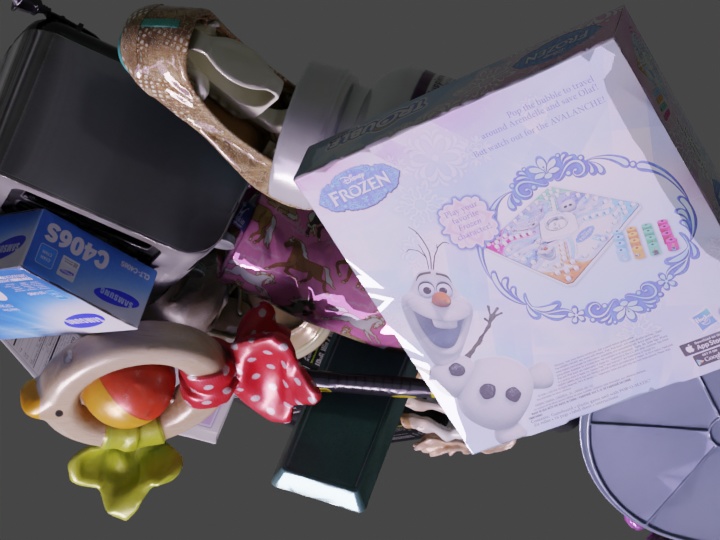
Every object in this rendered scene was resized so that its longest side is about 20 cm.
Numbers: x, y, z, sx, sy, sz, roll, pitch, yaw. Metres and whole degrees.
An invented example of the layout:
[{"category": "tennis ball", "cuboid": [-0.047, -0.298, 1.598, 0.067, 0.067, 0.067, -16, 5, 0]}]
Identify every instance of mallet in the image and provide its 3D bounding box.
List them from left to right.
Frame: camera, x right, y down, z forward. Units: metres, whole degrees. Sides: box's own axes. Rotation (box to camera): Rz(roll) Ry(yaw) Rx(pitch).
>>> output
[{"category": "mallet", "cuboid": [0.056, 0.079, 1.502, 0.199, 0.041, 0.066, 5, 164, 5]}]

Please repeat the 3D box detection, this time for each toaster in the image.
[{"category": "toaster", "cuboid": [-0.173, -0.071, 1.440, 0.199, 0.119, 0.181, 24, 161, -12]}]

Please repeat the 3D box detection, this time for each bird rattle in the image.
[{"category": "bird rattle", "cuboid": [-0.136, 0.085, 1.497, 0.199, 0.113, 0.163, -24, 150, 31]}]

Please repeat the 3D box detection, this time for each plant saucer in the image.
[{"category": "plant saucer", "cuboid": [0.003, 0.073, 1.557, 0.070, 0.201, 0.019, 16, 148, 12]}]

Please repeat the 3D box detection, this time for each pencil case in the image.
[{"category": "pencil case", "cuboid": [0.000, 0.000, 1.522, 0.199, 0.083, 0.087, 23, 146, -9]}]

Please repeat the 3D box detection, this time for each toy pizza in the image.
[{"category": "toy pizza", "cuboid": [0.247, 0.101, 1.488, 0.199, 0.032, 0.201, 2, 121, 3]}]

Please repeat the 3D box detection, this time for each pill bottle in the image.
[{"category": "pill bottle", "cuboid": [0.053, -0.052, 1.267, 0.199, 0.113, 0.112, 17, 162, 5]}]

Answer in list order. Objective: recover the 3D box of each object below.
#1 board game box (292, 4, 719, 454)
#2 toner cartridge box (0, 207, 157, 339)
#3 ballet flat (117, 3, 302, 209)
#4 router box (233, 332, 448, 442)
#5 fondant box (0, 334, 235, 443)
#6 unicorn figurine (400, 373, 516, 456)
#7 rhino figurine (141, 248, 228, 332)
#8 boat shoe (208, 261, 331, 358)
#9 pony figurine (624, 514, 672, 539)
[{"category": "board game box", "cuboid": [0.099, -0.015, 1.184, 0.199, 0.043, 0.200, -22, 115, 26]}, {"category": "toner cartridge box", "cuboid": [-0.228, 0.005, 1.454, 0.095, 0.043, 0.199, 29, 160, -31]}, {"category": "ballet flat", "cuboid": [-0.061, -0.095, 1.334, 0.065, 0.071, 0.200, -5, 152, 45]}, {"category": "router box", "cuboid": [-0.028, 0.090, 1.855, 0.149, 0.062, 0.200, 26, 161, -22]}, {"category": "fondant box", "cuboid": [-0.201, 0.055, 1.707, 0.144, 0.059, 0.200, 18, -167, -36]}, {"category": "unicorn figurine", "cuboid": [0.105, 0.090, 1.702, 0.136, 0.074, 0.200, 10, 159, -2]}, {"category": "rhino figurine", "cuboid": [-0.187, -0.013, 1.652, 0.199, 0.088, 0.060, 21, 162, -6]}, {"category": "boat shoe", "cuboid": [-0.092, 0.025, 1.722, 0.065, 0.073, 0.199, 31, 165, -35]}, {"category": "pony figurine", "cuboid": [0.256, 0.206, 1.750, 0.166, 0.200, 0.194, 18, 148, 25]}]
